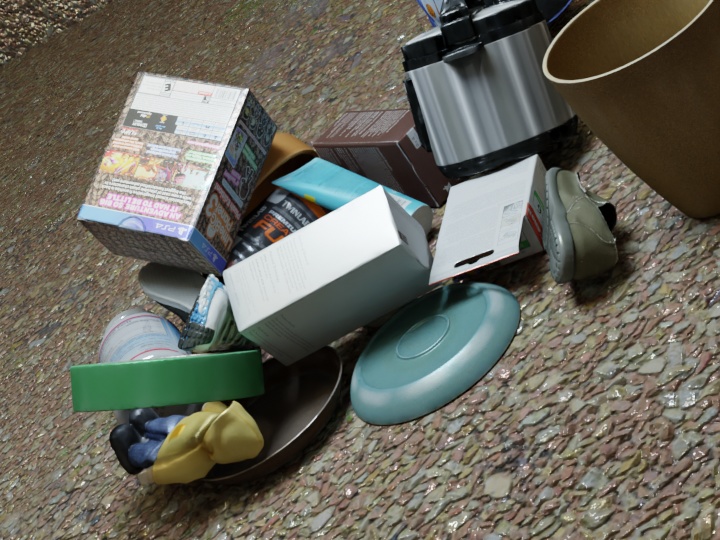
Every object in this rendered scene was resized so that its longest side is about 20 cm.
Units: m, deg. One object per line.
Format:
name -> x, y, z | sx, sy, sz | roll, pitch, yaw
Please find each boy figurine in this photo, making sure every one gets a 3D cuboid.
boy figurine -> -0.176, 0.174, 1.636 | 0.199, 0.065, 0.124 | -10, 28, 50

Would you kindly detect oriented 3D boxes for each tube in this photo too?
tube -> -0.007, -0.086, 1.877 | 0.199, 0.051, 0.077 | 26, 37, 34

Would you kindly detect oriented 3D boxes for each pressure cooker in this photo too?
pressure cooker -> 0.140, -0.222, 1.805 | 0.177, 0.202, 0.175 | -24, 10, -27

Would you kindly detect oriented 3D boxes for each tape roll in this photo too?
tape roll -> -0.199, 0.113, 1.658 | 0.198, 0.049, 0.200 | -4, -2, 0

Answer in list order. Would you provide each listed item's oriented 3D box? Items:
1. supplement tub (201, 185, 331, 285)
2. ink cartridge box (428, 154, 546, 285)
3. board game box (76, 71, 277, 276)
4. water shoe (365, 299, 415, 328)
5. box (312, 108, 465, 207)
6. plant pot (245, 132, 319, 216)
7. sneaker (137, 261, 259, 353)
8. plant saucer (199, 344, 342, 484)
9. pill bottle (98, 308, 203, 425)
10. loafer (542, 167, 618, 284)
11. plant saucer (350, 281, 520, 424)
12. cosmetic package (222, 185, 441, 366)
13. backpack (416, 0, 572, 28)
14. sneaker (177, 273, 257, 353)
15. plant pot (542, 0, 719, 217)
supplement tub -> -0.093, -0.037, 1.940 | 0.200, 0.107, 0.107 | -46, 25, -21
ink cartridge box -> 0.139, -0.039, 1.687 | 0.108, 0.051, 0.201 | -20, 27, 23
board game box -> -0.212, -0.115, 1.881 | 0.158, 0.097, 0.202 | 12, 70, 26
water shoe -> 0.000, 0.000, 1.776 | 0.071, 0.079, 0.200 | -37, 23, -2
box -> 0.037, -0.139, 1.962 | 0.075, 0.101, 0.199 | -44, 25, -20
plant pot -> -0.166, -0.112, 2.021 | 0.200, 0.140, 0.201 | -45, -16, -17
sneaker -> -0.192, 0.053, 1.894 | 0.070, 0.100, 0.199 | -37, 38, -24
plant saucer -> -0.095, 0.156, 1.676 | 0.199, 0.032, 0.201 | -30, 25, 15
pill bottle -> -0.247, 0.115, 1.864 | 0.108, 0.109, 0.200 | -36, 23, -2
loafer -> 0.218, -0.043, 1.591 | 0.069, 0.076, 0.201 | 1, 28, 2
plant saucer -> 0.068, 0.075, 1.612 | 0.199, 0.028, 0.201 | -30, 23, 15
cosmetic package -> -0.029, 0.008, 1.665 | 0.198, 0.113, 0.082 | -28, 58, 12
backpack -> 0.165, -0.377, 2.119 | 0.200, 0.191, 0.154 | -46, 9, -23
sneaker -> -0.139, 0.054, 1.700 | 0.076, 0.086, 0.200 | -62, 4, 9
plant pot -> 0.299, -0.155, 1.506 | 0.185, 0.201, 0.187 | -29, 23, 14
